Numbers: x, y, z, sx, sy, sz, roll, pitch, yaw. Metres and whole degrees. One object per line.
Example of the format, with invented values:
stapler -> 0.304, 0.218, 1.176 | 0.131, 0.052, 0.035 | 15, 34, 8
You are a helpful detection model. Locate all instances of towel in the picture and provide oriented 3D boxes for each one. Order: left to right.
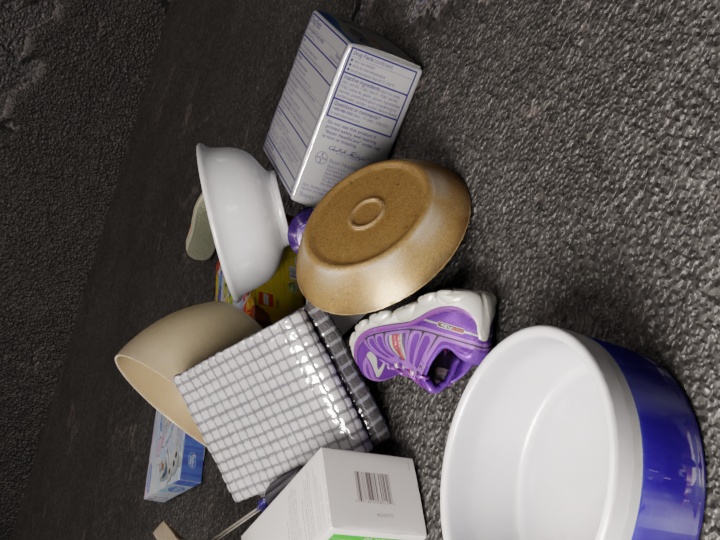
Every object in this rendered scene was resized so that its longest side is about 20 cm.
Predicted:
towel -> -0.082, 0.142, 1.019 | 0.199, 0.085, 0.167 | -29, 90, 35

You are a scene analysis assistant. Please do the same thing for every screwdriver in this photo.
screwdriver -> -0.113, 0.253, 1.014 | 0.200, 0.028, 0.029 | -41, -1, 39

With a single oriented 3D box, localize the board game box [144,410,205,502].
board game box -> -0.304, 0.269, 1.616 | 0.199, 0.043, 0.203 | -35, 46, 55

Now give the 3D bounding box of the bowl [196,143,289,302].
bowl -> -0.139, -0.069, 1.216 | 0.201, 0.089, 0.205 | 166, 90, -87

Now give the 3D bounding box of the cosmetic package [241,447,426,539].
cosmetic package -> -0.032, 0.259, 0.943 | 0.201, 0.106, 0.086 | -55, 35, 41

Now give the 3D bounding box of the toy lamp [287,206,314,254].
toy lamp -> -0.060, -0.048, 1.168 | 0.200, 0.057, 0.059 | -120, 48, -82

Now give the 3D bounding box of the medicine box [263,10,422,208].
medicine box -> -0.029, -0.196, 1.202 | 0.202, 0.101, 0.183 | -66, 25, 19

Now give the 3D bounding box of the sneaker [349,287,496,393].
sneaker -> 0.052, 0.078, 0.902 | 0.199, 0.079, 0.085 | -31, 54, 57

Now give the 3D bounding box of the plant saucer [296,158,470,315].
plant saucer -> 0.013, -0.047, 0.970 | 0.197, 0.036, 0.202 | -20, 43, 19

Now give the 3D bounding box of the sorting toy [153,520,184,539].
sorting toy -> -0.142, 0.377, 1.000 | 0.070, 0.199, 0.199 | -44, 19, -15

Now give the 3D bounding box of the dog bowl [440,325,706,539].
dog bowl -> 0.138, 0.145, 0.667 | 0.200, 0.078, 0.203 | -45, 38, 50

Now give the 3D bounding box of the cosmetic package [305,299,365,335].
cosmetic package -> 0.000, 0.000, 1.089 | 0.200, 0.050, 0.084 | -44, 33, 49

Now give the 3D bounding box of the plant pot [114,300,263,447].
plant pot -> -0.183, 0.118, 1.189 | 0.135, 0.200, 0.200 | -53, 16, -23

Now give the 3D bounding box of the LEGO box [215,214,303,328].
LEGO box -> -0.144, 0.036, 1.356 | 0.149, 0.076, 0.202 | -51, 33, 42

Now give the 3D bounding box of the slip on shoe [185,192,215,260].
slip on shoe -> -0.263, -0.102, 1.713 | 0.201, 0.073, 0.062 | 122, 154, -44
